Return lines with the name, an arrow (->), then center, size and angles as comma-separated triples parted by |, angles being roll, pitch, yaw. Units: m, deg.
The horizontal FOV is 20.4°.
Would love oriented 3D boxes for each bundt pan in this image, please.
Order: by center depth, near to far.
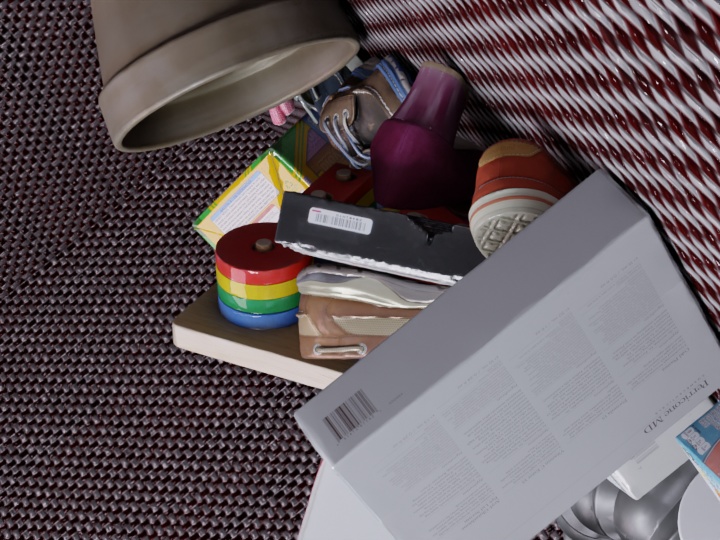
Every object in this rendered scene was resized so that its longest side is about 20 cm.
bundt pan -> 0.218, 0.196, 1.443 | 0.202, 0.076, 0.202 | 38, 159, 17

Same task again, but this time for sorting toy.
sorting toy -> 0.000, 0.000, 1.413 | 0.199, 0.199, 0.070 | 14, 125, 25

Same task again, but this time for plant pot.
plant pot -> -0.122, -0.206, 1.487 | 0.200, 0.199, 0.174 | 67, -179, -84

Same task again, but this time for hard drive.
hard drive -> 0.045, -0.014, 1.235 | 0.139, 0.038, 0.200 | 12, -177, 17

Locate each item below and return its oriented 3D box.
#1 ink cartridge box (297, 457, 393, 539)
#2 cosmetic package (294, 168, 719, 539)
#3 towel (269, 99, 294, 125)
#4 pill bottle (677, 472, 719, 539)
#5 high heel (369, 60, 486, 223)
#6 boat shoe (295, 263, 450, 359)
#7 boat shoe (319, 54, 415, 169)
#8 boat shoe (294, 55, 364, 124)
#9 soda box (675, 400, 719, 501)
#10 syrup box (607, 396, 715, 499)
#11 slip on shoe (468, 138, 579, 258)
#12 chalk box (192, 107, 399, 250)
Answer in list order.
ink cartridge box -> 0.053, 0.123, 1.476 | 0.145, 0.200, 0.145 | 17, 136, 2
cosmetic package -> 0.084, 0.063, 1.035 | 0.052, 0.200, 0.151 | 50, 178, 46
towel -> -0.108, -0.231, 1.700 | 0.146, 0.030, 0.201 | -101, -14, -69
pill bottle -> 0.234, 0.175, 1.075 | 0.104, 0.104, 0.200 | 49, 177, 43
high heel -> 0.049, -0.047, 1.270 | 0.067, 0.096, 0.200 | 21, 164, 15
boat shoe -> 0.052, 0.044, 1.274 | 0.199, 0.072, 0.076 | 10, -179, 20
boat shoe -> 0.012, -0.108, 1.462 | 0.072, 0.072, 0.200 | 52, 178, -8
boat shoe -> -0.028, -0.157, 1.662 | 0.075, 0.062, 0.200 | 48, -179, -24
soda box -> 0.221, 0.118, 0.880 | 0.068, 0.064, 0.200 | 52, 177, -31
syrup box -> 0.164, 0.080, 1.324 | 0.079, 0.081, 0.200 | 52, 177, -8
slip on shoe -> 0.118, -0.008, 1.120 | 0.200, 0.074, 0.061 | 44, -141, -49
chalk box -> -0.031, -0.073, 1.768 | 0.124, 0.124, 0.200 | 44, -144, -3
